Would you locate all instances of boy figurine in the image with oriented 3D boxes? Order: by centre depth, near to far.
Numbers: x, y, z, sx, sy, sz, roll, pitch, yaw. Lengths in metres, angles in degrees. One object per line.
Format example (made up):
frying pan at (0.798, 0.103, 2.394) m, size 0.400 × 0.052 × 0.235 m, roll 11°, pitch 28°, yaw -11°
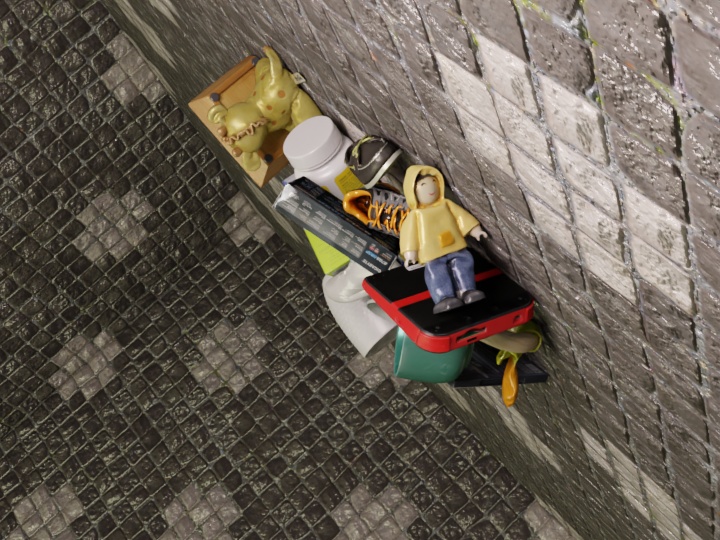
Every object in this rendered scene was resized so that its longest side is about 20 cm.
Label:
boy figurine at (0.110, -0.048, 1.318) m, size 0.064 × 0.123 × 0.202 m, roll 147°, pitch 109°, yaw -75°

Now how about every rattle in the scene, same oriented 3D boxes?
rattle at (0.161, 0.111, 1.475) m, size 0.198 × 0.144 × 0.131 m, roll 7°, pitch -142°, yaw -27°

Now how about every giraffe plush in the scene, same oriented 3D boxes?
giraffe plush at (-0.167, -0.259, 1.665) m, size 0.173 × 0.162 × 0.200 m, roll 48°, pitch 174°, yaw 2°

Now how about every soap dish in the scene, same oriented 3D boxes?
soap dish at (-0.189, -0.278, 1.795) m, size 0.200 × 0.157 × 0.081 m, roll 49°, pitch 157°, yaw -5°

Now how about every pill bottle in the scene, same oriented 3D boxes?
pill bottle at (-0.040, -0.154, 1.653) m, size 0.114 × 0.114 × 0.200 m, roll 40°, pitch 169°, yaw 50°

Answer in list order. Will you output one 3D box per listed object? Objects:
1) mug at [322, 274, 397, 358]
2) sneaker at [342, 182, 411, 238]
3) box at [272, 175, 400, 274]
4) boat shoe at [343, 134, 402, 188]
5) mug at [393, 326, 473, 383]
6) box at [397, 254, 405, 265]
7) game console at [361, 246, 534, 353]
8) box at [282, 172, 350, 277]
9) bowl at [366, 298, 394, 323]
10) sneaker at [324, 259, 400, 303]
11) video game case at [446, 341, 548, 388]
mug at (0.022, 0.058, 2.005) m, size 0.176 × 0.148 × 0.200 m, roll 50°, pitch -154°, yaw 12°
sneaker at (0.051, -0.080, 1.453) m, size 0.199 × 0.077 × 0.079 m, roll 21°, pitch 110°, yaw 50°
box at (-0.029, -0.070, 1.517) m, size 0.199 × 0.046 × 0.159 m, roll 33°, pitch -169°, yaw -1°
boat shoe at (0.012, -0.163, 1.434) m, size 0.061 × 0.072 × 0.201 m, roll 45°, pitch 177°, yaw -7°
mug at (0.120, 0.095, 1.581) m, size 0.185 × 0.113 × 0.153 m, roll -84°, pitch 3°, yaw -64°
box at (0.097, -0.035, 1.629) m, size 0.064 × 0.070 × 0.200 m, roll 50°, pitch 173°, yaw -18°
game console at (0.126, 0.038, 1.386) m, size 0.177 × 0.199 × 0.031 m, roll 41°, pitch 137°, yaw 44°
box at (-0.049, -0.104, 1.792) m, size 0.201 × 0.121 × 0.048 m, roll 64°, pitch -165°, yaw 18°
bowl at (0.117, 0.051, 1.760) m, size 0.199 × 0.091 × 0.201 m, roll 17°, pitch 169°, yaw 4°
sneaker at (0.000, 0.000, 1.706) m, size 0.199 × 0.075 × 0.089 m, roll -9°, pitch 122°, yaw 48°
video game case at (0.203, 0.158, 1.695) m, size 0.198 × 0.019 × 0.143 m, roll 0°, pitch -157°, yaw -30°
